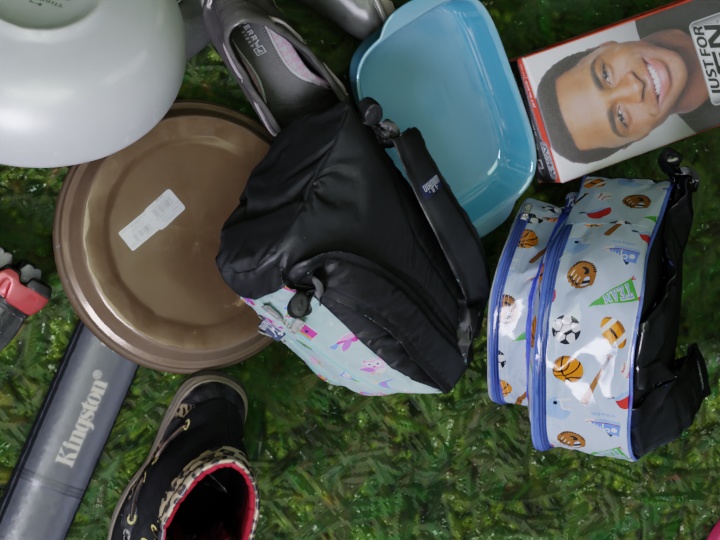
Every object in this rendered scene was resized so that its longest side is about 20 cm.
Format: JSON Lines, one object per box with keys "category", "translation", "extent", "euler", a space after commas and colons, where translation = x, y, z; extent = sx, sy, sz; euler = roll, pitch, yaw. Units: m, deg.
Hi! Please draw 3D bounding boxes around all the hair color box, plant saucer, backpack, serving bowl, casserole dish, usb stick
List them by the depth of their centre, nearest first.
{"category": "serving bowl", "translation": [-0.209, -0.165, 1.012], "extent": [0.200, 0.066, 0.200], "euler": [7, 55, -9]}
{"category": "backpack", "translation": [0.000, 0.000, 1.094], "extent": [0.200, 0.126, 0.167], "euler": [46, 61, -34]}
{"category": "backpack", "translation": [0.168, 0.037, 1.114], "extent": [0.154, 0.191, 0.200], "euler": [-2, 117, 14]}
{"category": "plant saucer", "translation": [-0.120, -0.025, 1.128], "extent": [0.200, 0.029, 0.201], "euler": [1, 88, -21]}
{"category": "usb stick", "translation": [-0.208, 0.113, 1.134], "extent": [0.055, 0.033, 0.200], "euler": [23, 88, -12]}
{"category": "casserole dish", "translation": [0.057, -0.112, 1.142], "extent": [0.121, 0.039, 0.200], "euler": [-34, 124, -14]}
{"category": "hair color box", "translation": [0.219, -0.145, 1.194], "extent": [0.200, 0.061, 0.102], "euler": [-21, 98, -9]}

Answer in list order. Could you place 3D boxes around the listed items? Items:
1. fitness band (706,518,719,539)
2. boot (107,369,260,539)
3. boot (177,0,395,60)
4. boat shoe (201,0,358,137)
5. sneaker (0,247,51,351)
{"category": "fitness band", "translation": [0.366, 0.231, 1.263], "extent": [0.200, 0.037, 0.144], "euler": [-30, 102, -8]}
{"category": "boot", "translation": [-0.124, 0.182, 1.088], "extent": [0.073, 0.151, 0.200], "euler": [22, 100, -16]}
{"category": "boot", "translation": [-0.097, -0.182, 1.120], "extent": [0.200, 0.073, 0.182], "euler": [-41, 88, -13]}
{"category": "boat shoe", "translation": [-0.048, -0.124, 1.097], "extent": [0.067, 0.057, 0.200], "euler": [-30, 132, 10]}
{"category": "sneaker", "translation": [-0.320, 0.000, 1.083], "extent": [0.200, 0.071, 0.098], "euler": [30, 86, -13]}
